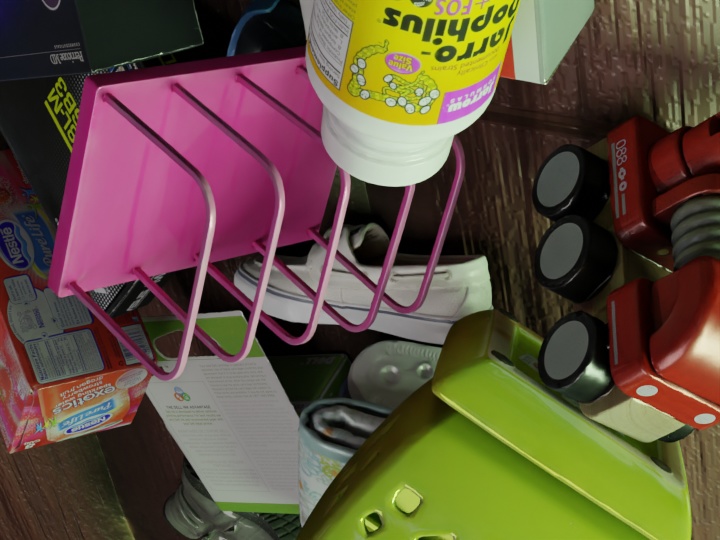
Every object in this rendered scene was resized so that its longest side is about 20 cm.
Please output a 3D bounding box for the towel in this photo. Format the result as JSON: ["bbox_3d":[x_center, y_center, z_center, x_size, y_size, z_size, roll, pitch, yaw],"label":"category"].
[{"bbox_3d":[0.050,0.168,1.254,0.198,0.048,0.172,17,145,9],"label":"towel"}]

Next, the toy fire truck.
[{"bbox_3d":[0.209,-0.013,0.991,0.128,0.177,0.199,25,140,-31],"label":"toy fire truck"}]

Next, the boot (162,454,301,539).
[{"bbox_3d":[-0.075,0.224,1.515,0.199,0.068,0.131,35,147,11],"label":"boot"}]

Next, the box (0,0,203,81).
[{"bbox_3d":[-0.182,-0.187,1.050,0.199,0.078,0.142,5,113,57],"label":"box"}]

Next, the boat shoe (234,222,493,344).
[{"bbox_3d":[0.000,0.000,1.231,0.198,0.071,0.071,10,109,32],"label":"boat shoe"}]

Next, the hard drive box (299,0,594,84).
[{"bbox_3d":[0.039,-0.214,0.965,0.155,0.077,0.201,13,137,24],"label":"hard drive box"}]

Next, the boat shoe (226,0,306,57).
[{"bbox_3d":[-0.060,-0.083,1.165,0.068,0.084,0.201,23,142,8],"label":"boat shoe"}]

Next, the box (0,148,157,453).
[{"bbox_3d":[-0.233,0.016,1.296,0.201,0.099,0.096,64,148,24],"label":"box"}]

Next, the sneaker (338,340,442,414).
[{"bbox_3d":[0.081,0.113,1.289,0.198,0.081,0.147,13,158,3],"label":"sneaker"}]

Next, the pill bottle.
[{"bbox_3d":[0.028,-0.136,0.908,0.104,0.105,0.201,25,141,10],"label":"pill bottle"}]

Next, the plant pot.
[{"bbox_3d":[0.088,0.145,1.072,0.198,0.200,0.182,33,102,1],"label":"plant pot"}]

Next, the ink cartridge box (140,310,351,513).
[{"bbox_3d":[-0.081,0.089,1.362,0.147,0.076,0.201,-4,127,37],"label":"ink cartridge box"}]

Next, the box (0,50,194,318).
[{"bbox_3d":[-0.168,-0.097,1.191,0.201,0.047,0.193,60,140,11],"label":"box"}]

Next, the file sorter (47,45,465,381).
[{"bbox_3d":[-0.055,-0.033,1.035,0.125,0.199,0.140,41,129,35],"label":"file sorter"}]
